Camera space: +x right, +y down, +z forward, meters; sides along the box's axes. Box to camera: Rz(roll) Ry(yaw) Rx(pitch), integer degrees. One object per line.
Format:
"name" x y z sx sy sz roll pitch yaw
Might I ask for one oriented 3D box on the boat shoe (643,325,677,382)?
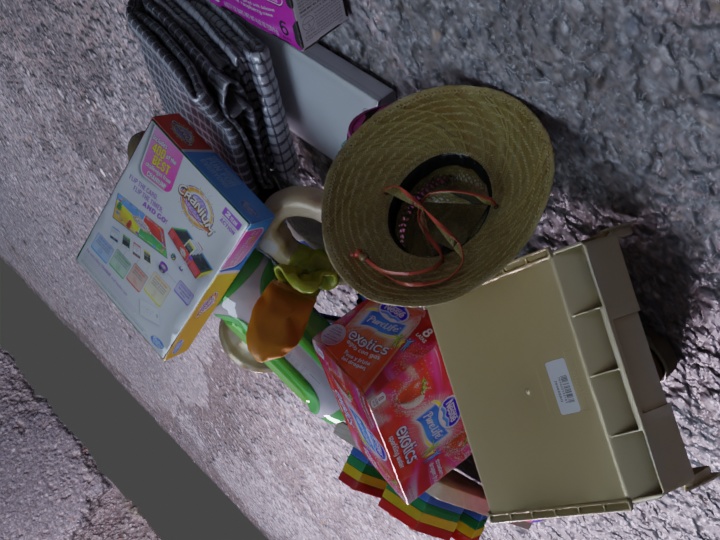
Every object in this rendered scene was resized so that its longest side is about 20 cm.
"boat shoe" 0.181 0.069 0.982 0.199 0.068 0.072 12 138 57

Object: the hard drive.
"hard drive" -0.041 -0.166 1.076 0.200 0.027 0.132 36 154 29

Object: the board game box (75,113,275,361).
"board game box" -0.191 -0.032 1.115 0.153 0.040 0.200 46 123 14

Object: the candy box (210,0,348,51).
"candy box" -0.091 -0.297 0.915 0.136 0.061 0.201 34 153 35

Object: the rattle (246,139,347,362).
"rattle" -0.043 -0.019 1.050 0.131 0.143 0.200 51 142 -7

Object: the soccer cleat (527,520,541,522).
"soccer cleat" 0.168 0.207 1.240 0.076 0.067 0.201 -4 121 58

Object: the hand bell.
"hand bell" -0.094 0.027 1.302 0.104 0.104 0.200 44 142 11

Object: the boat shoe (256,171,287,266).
"boat shoe" -0.109 -0.073 1.301 0.201 0.074 0.062 67 165 -17

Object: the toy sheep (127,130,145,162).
"toy sheep" -0.186 -0.071 1.220 0.201 0.138 0.138 54 158 0

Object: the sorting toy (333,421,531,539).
"sorting toy" 0.081 0.280 1.388 0.198 0.070 0.199 28 177 -43

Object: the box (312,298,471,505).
"box" 0.038 0.121 1.062 0.095 0.099 0.201 43 162 38

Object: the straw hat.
"straw hat" 0.067 -0.041 0.874 0.200 0.201 0.085 32 166 35

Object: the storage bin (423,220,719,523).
"storage bin" 0.162 0.085 0.876 0.198 0.093 0.202 -25 80 55

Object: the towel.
"towel" -0.154 -0.183 1.122 0.200 0.085 0.166 47 161 37

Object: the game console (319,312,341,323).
"game console" 0.015 0.134 1.289 0.200 0.117 0.172 -175 83 -71

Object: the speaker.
"speaker" -0.075 0.070 1.180 0.200 0.089 0.088 47 159 -14

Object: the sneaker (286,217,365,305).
"sneaker" -0.001 0.001 1.201 0.199 0.077 0.112 25 139 33

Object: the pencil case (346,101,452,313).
"pencil case" 0.063 -0.056 0.984 0.091 0.093 0.201 -84 -27 -53
